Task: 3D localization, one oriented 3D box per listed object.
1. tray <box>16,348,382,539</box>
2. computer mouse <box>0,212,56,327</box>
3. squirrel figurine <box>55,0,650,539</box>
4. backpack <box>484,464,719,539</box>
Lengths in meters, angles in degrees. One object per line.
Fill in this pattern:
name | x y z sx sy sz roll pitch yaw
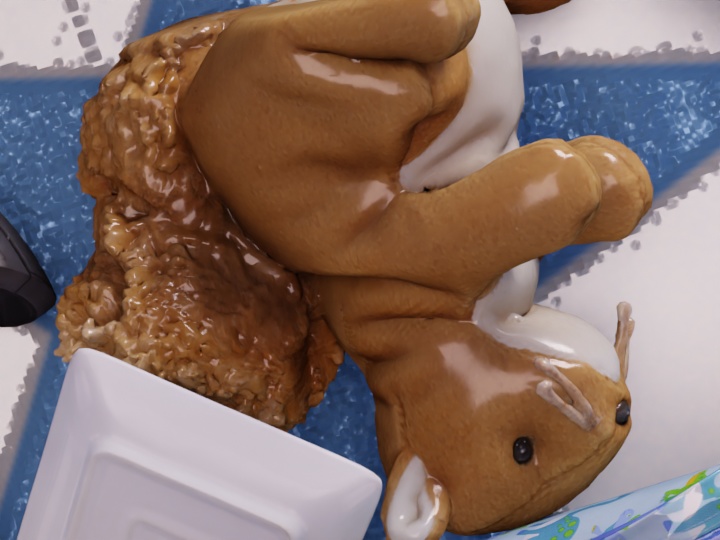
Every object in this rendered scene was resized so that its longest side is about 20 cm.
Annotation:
tray | -0.070 0.121 0.937 0.107 0.022 0.200 22 129 2
computer mouse | -0.201 -0.031 0.950 0.199 0.140 0.046 9 73 4
squirrel figurine | 0.000 0.000 0.946 0.200 0.142 0.187 -12 100 17
backpack | 0.087 0.132 0.883 0.200 0.163 0.154 -6 83 40
